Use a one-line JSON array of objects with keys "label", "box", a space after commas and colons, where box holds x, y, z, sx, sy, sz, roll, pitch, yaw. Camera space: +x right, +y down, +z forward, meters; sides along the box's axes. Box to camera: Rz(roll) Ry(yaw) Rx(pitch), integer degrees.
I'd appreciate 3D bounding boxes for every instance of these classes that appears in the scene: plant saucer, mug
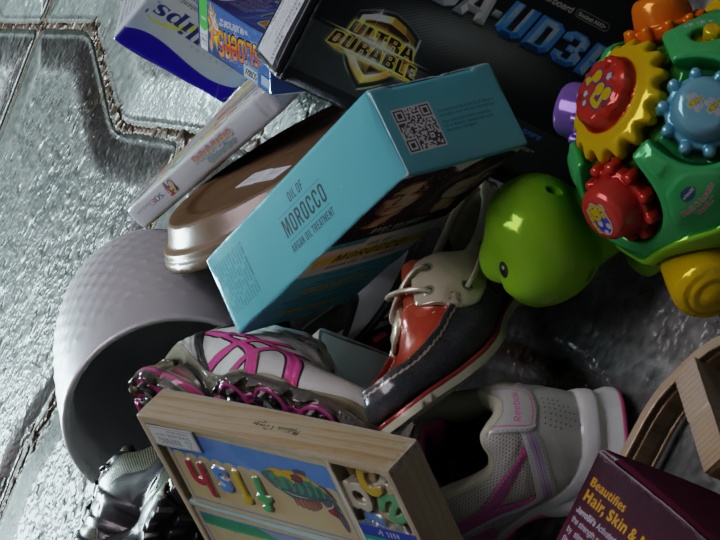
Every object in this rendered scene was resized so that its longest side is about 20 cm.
[{"label": "plant saucer", "box": [-0.045, -0.063, 1.276, 0.199, 0.030, 0.200, -28, 14, 8]}, {"label": "mug", "box": [-0.116, 0.038, 1.352, 0.199, 0.148, 0.176, -34, 30, 7]}]

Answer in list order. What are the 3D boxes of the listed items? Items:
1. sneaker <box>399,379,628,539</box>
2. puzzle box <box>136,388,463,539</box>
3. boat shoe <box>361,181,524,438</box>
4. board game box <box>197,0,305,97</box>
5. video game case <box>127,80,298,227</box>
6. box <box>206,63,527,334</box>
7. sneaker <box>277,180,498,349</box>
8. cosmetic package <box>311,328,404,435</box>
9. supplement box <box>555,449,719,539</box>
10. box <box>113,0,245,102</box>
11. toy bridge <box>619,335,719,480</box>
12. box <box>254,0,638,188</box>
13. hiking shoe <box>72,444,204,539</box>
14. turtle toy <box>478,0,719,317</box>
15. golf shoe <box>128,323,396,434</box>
[{"label": "sneaker", "box": [0.048, 0.110, 1.046, 0.200, 0.088, 0.082, -44, 36, 38]}, {"label": "puzzle box", "box": [-0.024, 0.133, 1.046, 0.199, 0.134, 0.025, 6, 41, 46]}, {"label": "boat shoe", "box": [0.045, 0.018, 1.042, 0.071, 0.063, 0.200, -33, 9, 38]}, {"label": "board game box", "box": [0.018, -0.143, 1.170, 0.135, 0.199, 0.035, -140, 46, -62]}, {"label": "video game case", "box": [-0.063, -0.129, 1.385, 0.182, 0.023, 0.200, -36, 13, 46]}, {"label": "box", "box": [-0.001, -0.035, 1.053, 0.200, 0.082, 0.049, -42, 69, 52]}, {"label": "sneaker", "box": [0.000, 0.000, 1.196, 0.200, 0.097, 0.071, -41, 42, 40]}, {"label": "cosmetic package", "box": [-0.050, 0.136, 1.218, 0.200, 0.073, 0.104, -42, 38, 40]}, {"label": "supplement box", "box": [0.117, 0.197, 0.864, 0.201, 0.085, 0.110, -64, 28, 7]}, {"label": "box", "box": [-0.083, -0.266, 1.506, 0.200, 0.105, 0.185, -41, 29, 40]}, {"label": "toy bridge", "box": [0.167, 0.069, 0.930, 0.200, 0.027, 0.067, -49, 32, 31]}, {"label": "box", "box": [0.064, -0.142, 1.078, 0.160, 0.199, 0.046, -61, 28, 11]}, {"label": "hiking shoe", "box": [-0.138, 0.162, 1.220, 0.200, 0.076, 0.101, -43, 29, 26]}, {"label": "turtle toy", "box": [0.141, -0.054, 0.984, 0.200, 0.101, 0.146, -51, 32, 29]}, {"label": "golf shoe", "box": [-0.044, 0.062, 1.103, 0.092, 0.073, 0.199, -41, 31, -29]}]
